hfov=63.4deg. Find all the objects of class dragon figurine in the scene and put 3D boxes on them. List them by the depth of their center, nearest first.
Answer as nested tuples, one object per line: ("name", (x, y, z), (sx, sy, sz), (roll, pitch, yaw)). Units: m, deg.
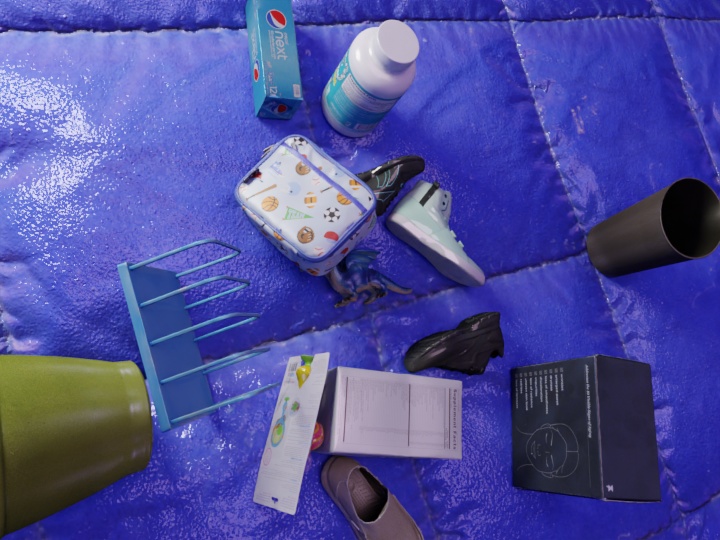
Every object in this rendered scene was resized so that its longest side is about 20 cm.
("dragon figurine", (0.000, 0.000, 0.913), (0.196, 0.059, 0.101), (-5, 78, -24))

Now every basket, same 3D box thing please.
("basket", (0.536, -0.066, 1.091), (0.179, 0.200, 0.137), (-32, 89, -28))

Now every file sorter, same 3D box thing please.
("file sorter", (-0.194, 0.076, 0.738), (0.121, 0.139, 0.203), (-19, 83, 5))

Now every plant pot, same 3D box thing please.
("plant pot", (-0.343, 0.180, 0.650), (0.190, 0.199, 0.204), (-4, 77, -36))

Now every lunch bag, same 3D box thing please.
("lunch bag", (-0.079, -0.104, 0.857), (0.199, 0.076, 0.160), (41, 76, 17))

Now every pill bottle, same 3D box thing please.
("pill bottle", (0.017, -0.304, 0.923), (0.109, 0.200, 0.113), (7, 73, -22))

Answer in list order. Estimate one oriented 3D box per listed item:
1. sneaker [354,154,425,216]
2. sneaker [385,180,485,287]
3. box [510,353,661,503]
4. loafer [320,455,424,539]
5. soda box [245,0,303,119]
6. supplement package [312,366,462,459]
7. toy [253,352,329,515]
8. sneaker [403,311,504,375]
("sneaker", (0.025, -0.131, 0.962), (0.197, 0.075, 0.081), (-24, 96, -19))
("sneaker", (0.151, -0.068, 0.987), (0.199, 0.074, 0.119), (38, 71, -8))
("box", (0.346, 0.250, 0.923), (0.122, 0.196, 0.204), (10, 73, -21))
("loafer", (0.023, 0.347, 0.823), (0.200, 0.068, 0.076), (47, 63, -6))
("soda box", (-0.141, -0.352, 0.940), (0.063, 0.068, 0.204), (-1, 76, -25))
("supplement package", (0.037, 0.211, 0.844), (0.196, 0.109, 0.116), (11, 72, -21))
("toy", (-0.080, 0.217, 0.792), (0.047, 0.114, 0.204), (21, 69, -31))
("sneaker", (0.161, 0.134, 0.944), (0.197, 0.076, 0.092), (-18, 91, -24))
